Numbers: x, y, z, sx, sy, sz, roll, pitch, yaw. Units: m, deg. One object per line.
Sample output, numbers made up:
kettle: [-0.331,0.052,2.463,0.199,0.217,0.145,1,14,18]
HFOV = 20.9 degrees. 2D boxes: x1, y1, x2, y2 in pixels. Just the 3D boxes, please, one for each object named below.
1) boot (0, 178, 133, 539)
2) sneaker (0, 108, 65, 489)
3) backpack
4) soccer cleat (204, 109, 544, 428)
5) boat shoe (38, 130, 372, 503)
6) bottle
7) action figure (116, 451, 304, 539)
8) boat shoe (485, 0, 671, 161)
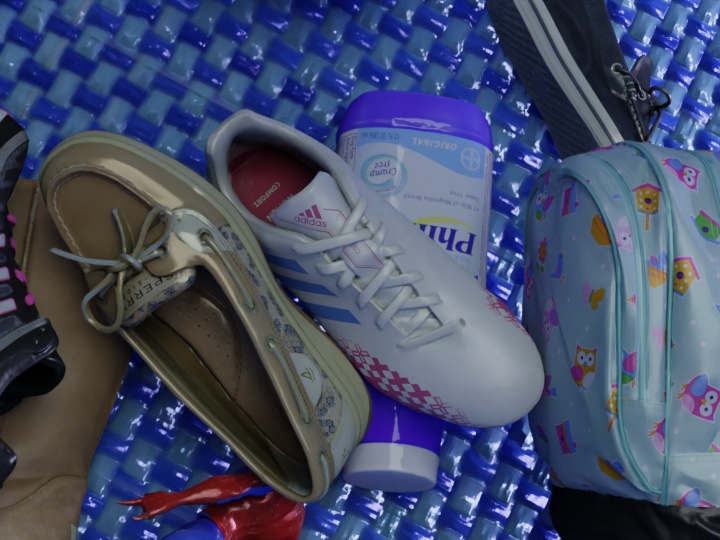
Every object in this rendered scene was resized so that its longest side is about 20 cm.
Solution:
boot: [-0.196,0.050,0.925,0.175,0.066,0.200,15,67,-14]
sneaker: [-0.171,0.019,0.871,0.087,0.074,0.200,22,54,-16]
backpack: [0.146,0.038,0.933,0.126,0.167,0.200,0,88,-24]
soccer cleat: [0.000,0.000,0.912,0.200,0.086,0.070,39,81,16]
boat shoe: [-0.073,0.020,0.894,0.200,0.073,0.063,45,30,-8]
bottle: [0.022,0.010,0.989,0.083,0.065,0.200,7,71,-6]
action figure: [-0.082,0.135,0.915,0.052,0.066,0.200,23,42,32]
boat shoe: [0.134,-0.087,1.049,0.062,0.075,0.200,-21,73,-14]
